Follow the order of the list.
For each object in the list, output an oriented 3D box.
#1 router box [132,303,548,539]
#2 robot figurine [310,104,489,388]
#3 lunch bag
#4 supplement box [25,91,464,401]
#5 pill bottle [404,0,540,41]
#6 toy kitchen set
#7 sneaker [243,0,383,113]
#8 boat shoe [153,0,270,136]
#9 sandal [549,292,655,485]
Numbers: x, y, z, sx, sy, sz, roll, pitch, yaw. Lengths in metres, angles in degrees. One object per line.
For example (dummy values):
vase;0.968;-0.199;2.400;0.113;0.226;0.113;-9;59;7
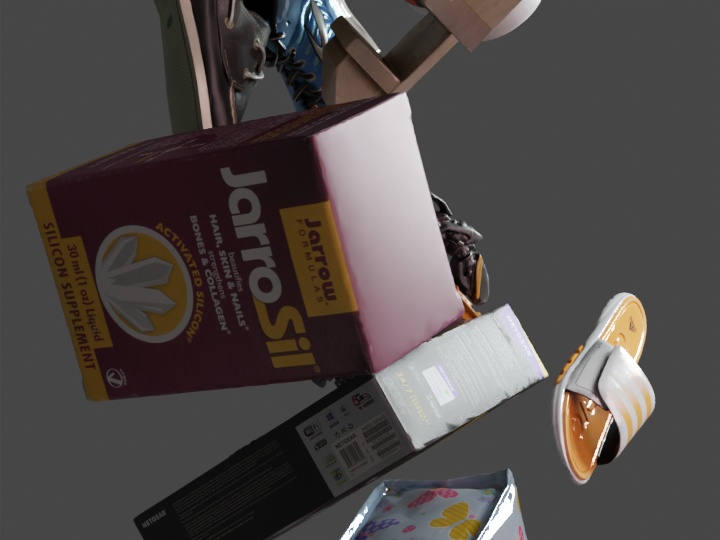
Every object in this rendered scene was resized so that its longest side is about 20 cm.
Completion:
router box;-0.010;0.101;1.091;0.157;0.200;0.052;-21;79;-56
robot figurine;0.000;0.000;1.205;0.145;0.058;0.200;-43;122;1
lunch bag;0.040;0.246;1.213;0.200;0.126;0.171;-52;129;-59
supplement box;-0.063;-0.010;1.033;0.103;0.199;0.132;-30;108;-55
pill bottle;0.052;-0.255;1.330;0.200;0.112;0.113;52;45;-38
toy kitchen set;-0.013;-0.202;1.110;0.180;0.163;0.200;42;7;-19
sneaker;-0.045;-0.140;1.213;0.090;0.078;0.201;-30;100;-44
boat shoe;-0.082;-0.128;1.127;0.067;0.072;0.201;-5;88;-20
sandal;0.211;0.086;1.555;0.079;0.059;0.207;62;39;-28
